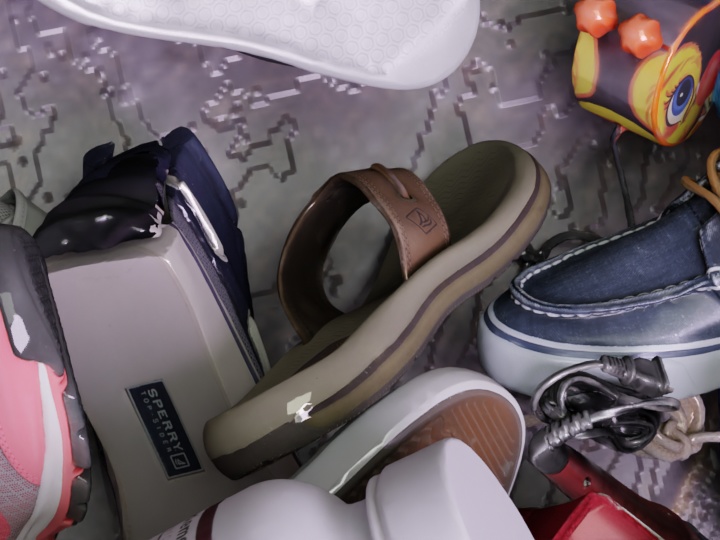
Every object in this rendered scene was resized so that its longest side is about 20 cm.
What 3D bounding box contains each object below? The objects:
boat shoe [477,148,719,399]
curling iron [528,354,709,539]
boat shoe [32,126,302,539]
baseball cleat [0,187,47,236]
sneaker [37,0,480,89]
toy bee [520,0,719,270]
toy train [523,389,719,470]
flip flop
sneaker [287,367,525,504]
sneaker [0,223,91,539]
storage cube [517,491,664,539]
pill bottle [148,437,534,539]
[{"bbox_3d":[0.131,-0.021,0.960,0.199,0.071,0.091,-12,119,-14],"label":"boat shoe"},{"bbox_3d":[0.106,0.084,0.971,0.049,0.200,0.026,-29,50,10],"label":"curling iron"},{"bbox_3d":[-0.049,0.047,0.989,0.074,0.093,0.201,-9,119,14],"label":"boat shoe"},{"bbox_3d":[-0.155,-0.034,0.987,0.106,0.070,0.201,-10,94,-22],"label":"baseball cleat"},{"bbox_3d":[-0.066,-0.111,0.978,0.199,0.099,0.071,18,94,-24],"label":"sneaker"},{"bbox_3d":[0.115,-0.082,1.001,0.130,0.109,0.201,5,72,19],"label":"toy bee"},{"bbox_3d":[0.162,0.053,0.989,0.199,0.116,0.085,1,84,-23],"label":"toy train"},{"bbox_3d":[0.000,0.000,0.952,0.058,0.081,0.200,51,38,-4],"label":"flip flop"},{"bbox_3d":[-0.036,0.097,0.925,0.200,0.085,0.073,-48,131,4],"label":"sneaker"},{"bbox_3d":[-0.134,0.066,0.909,0.086,0.201,0.074,-6,53,-18],"label":"sneaker"},{"bbox_3d":[0.070,0.196,0.947,0.200,0.171,0.180,37,78,-5],"label":"storage cube"},{"bbox_3d":[-0.042,0.129,0.821,0.199,0.113,0.113,-28,90,12],"label":"pill bottle"}]
